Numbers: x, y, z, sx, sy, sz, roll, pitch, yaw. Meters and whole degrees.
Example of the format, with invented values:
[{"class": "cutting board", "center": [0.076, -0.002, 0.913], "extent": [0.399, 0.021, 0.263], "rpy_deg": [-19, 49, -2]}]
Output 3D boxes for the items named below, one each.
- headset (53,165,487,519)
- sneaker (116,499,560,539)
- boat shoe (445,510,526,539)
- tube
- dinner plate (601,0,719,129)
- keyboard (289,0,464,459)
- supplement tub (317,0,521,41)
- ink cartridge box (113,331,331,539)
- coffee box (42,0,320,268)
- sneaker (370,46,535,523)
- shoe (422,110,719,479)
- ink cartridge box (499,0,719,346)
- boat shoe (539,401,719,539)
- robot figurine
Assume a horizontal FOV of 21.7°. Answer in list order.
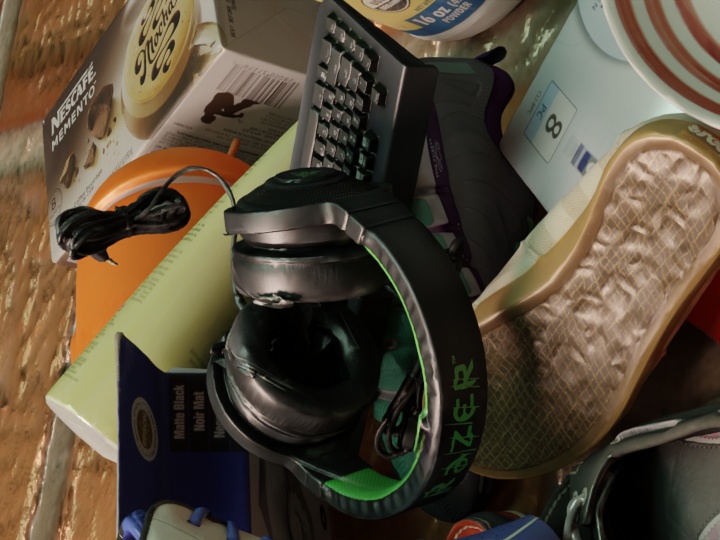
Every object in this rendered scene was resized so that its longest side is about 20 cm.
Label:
[{"class": "headset", "center": [-0.035, 0.017, 0.728], "extent": [0.200, 0.094, 0.124], "rpy_deg": [38, 130, 42]}, {"class": "sneaker", "center": [-0.026, 0.120, 0.663], "extent": [0.115, 0.199, 0.081], "rpy_deg": [53, 152, 21]}, {"class": "boat shoe", "center": [0.033, 0.190, 0.738], "extent": [0.071, 0.063, 0.200], "rpy_deg": [-12, 66, 59]}, {"class": "tube", "center": [-0.060, -0.003, 0.845], "extent": [0.058, 0.052, 0.200], "rpy_deg": [14, 62, 53]}, {"class": "dinner plate", "center": [0.175, -0.124, 0.624], "extent": [0.200, 0.024, 0.200], "rpy_deg": [-18, 53, 25]}, {"class": "keyboard", "center": [0.000, 0.000, 0.774], "extent": [0.127, 0.021, 0.200], "rpy_deg": [42, 134, 40]}, {"class": "supplement tub", "center": [-0.016, -0.197, 0.852], "extent": [0.145, 0.200, 0.145], "rpy_deg": [-31, 52, 50]}, {"class": "ink cartridge box", "center": [-0.049, 0.149, 0.787], "extent": [0.041, 0.200, 0.200], "rpy_deg": [-11, 61, 11]}, {"class": "coffee box", "center": [-0.101, -0.094, 1.063], "extent": [0.200, 0.080, 0.113], "rpy_deg": [-45, 43, 40]}, {"class": "sneaker", "center": [0.050, 0.004, 0.800], "extent": [0.074, 0.087, 0.200], "rpy_deg": [4, 105, 55]}, {"class": "shoe", "center": [0.087, 0.010, 0.689], "extent": [0.053, 0.070, 0.200], "rpy_deg": [-48, -4, -45]}, {"class": "ink cartridge box", "center": [0.139, -0.059, 0.688], "extent": [0.160, 0.047, 0.200], "rpy_deg": [-61, 32, 22]}, {"class": "boat shoe", "center": [0.111, 0.079, 0.653], "extent": [0.200, 0.057, 0.067], "rpy_deg": [-32, 64, 51]}, {"class": "robot figurine", "center": [-0.085, 0.017, 0.950], "extent": [0.200, 0.116, 0.144], "rpy_deg": [-98, 16, -44]}]
